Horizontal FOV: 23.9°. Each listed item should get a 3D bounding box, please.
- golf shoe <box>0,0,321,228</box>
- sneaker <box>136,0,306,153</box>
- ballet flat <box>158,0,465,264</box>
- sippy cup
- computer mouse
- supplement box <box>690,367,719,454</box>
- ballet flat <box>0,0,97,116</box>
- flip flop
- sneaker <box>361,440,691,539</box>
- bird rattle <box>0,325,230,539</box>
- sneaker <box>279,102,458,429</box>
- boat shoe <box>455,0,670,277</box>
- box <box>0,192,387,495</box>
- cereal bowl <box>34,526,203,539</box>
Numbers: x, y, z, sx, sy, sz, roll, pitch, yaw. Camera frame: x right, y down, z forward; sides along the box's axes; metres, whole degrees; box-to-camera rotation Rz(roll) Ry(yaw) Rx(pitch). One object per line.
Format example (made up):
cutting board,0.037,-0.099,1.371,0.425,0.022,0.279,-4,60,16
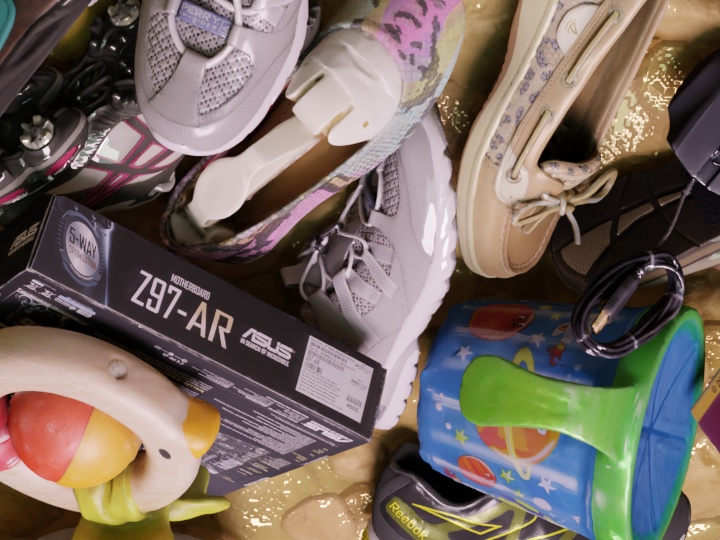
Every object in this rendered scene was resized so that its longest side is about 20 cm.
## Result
golf shoe,-0.105,-0.083,0.828,0.199,0.078,0.088,-25,148,7
sneaker,-0.055,-0.149,0.724,0.074,0.082,0.202,18,95,9
ballet flat,-0.028,-0.067,0.823,0.200,0.071,0.069,-42,83,29
sippy cup,0.104,0.074,0.910,0.129,0.140,0.179,12,141,25
computer mouse,0.166,-0.039,0.844,0.058,0.034,0.201,37,70,-14
supplement box,0.297,0.054,0.901,0.199,0.104,0.131,-12,142,-33
ballet flat,-0.156,-0.127,0.770,0.068,0.068,0.201,36,82,6
flip flop,0.200,-0.025,0.908,0.198,0.082,0.058,-18,144,4
sneaker,0.101,0.139,0.998,0.198,0.075,0.085,-4,128,-7
bird rattle,-0.151,0.076,0.835,0.199,0.113,0.163,34,137,-8
sneaker,0.000,0.000,0.887,0.081,0.075,0.201,7,121,-10
boat shoe,0.100,-0.076,0.843,0.073,0.062,0.201,-26,139,-46
box,-0.111,0.047,0.871,0.199,0.044,0.160,29,149,-24
cereal bowl,-0.144,0.195,0.936,0.198,0.200,0.084,-7,104,-4
